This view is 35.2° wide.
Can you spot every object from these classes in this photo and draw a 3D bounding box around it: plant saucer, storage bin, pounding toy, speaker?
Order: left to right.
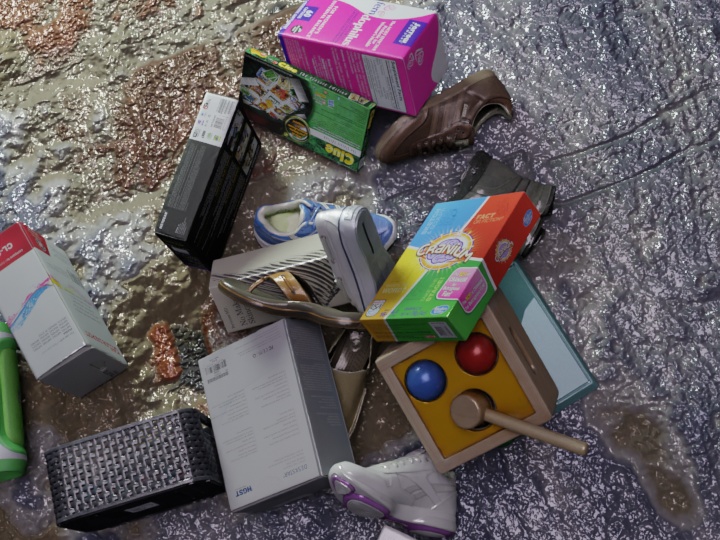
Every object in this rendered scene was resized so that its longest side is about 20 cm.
[{"bbox_3d":[-0.490,0.174,1.503,0.087,0.089,0.202,-12,73,5],"label":"speaker"},{"bbox_3d":[-0.277,0.252,1.421,0.198,0.135,0.095,-18,72,3],"label":"storage bin"},{"bbox_3d":[0.147,0.144,1.339,0.183,0.142,0.201,-30,92,19],"label":"pounding toy"},{"bbox_3d":[0.224,0.081,1.459,0.070,0.019,0.201,-30,73,-1],"label":"plant saucer"}]

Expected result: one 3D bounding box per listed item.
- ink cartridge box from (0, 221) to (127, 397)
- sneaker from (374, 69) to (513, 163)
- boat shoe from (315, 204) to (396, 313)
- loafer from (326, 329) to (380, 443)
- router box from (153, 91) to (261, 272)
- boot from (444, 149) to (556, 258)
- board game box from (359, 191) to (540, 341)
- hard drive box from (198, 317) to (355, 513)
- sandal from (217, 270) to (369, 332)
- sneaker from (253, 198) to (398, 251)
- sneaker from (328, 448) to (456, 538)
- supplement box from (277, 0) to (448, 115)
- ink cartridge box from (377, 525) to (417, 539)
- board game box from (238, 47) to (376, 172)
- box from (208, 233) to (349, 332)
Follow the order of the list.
[{"bbox_3d":[-0.407,0.055,1.493,0.082,0.146,0.201,-33,72,-1],"label":"ink cartridge box"},{"bbox_3d":[0.114,-0.192,1.528,0.199,0.070,0.076,-34,73,-2],"label":"sneaker"},{"bbox_3d":[0.000,0.000,1.400,0.066,0.201,0.074,5,39,29],"label":"boat shoe"},{"bbox_3d":[-0.027,0.144,1.451,0.075,0.067,0.202,12,76,12],"label":"loafer"},{"bbox_3d":[-0.199,-0.113,1.510,0.051,0.149,0.202,16,76,12],"label":"router box"},{"bbox_3d":[0.166,-0.051,1.482,0.130,0.068,0.201,30,81,13],"label":"boot"},{"bbox_3d":[0.106,-0.003,1.346,0.152,0.040,0.201,-5,42,49],"label":"board game box"},{"bbox_3d":[-0.106,0.182,1.416,0.155,0.077,0.202,-26,69,31],"label":"hard drive box"},{"bbox_3d":[-0.077,0.031,1.393,0.198,0.082,0.055,13,91,19],"label":"sandal"},{"bbox_3d":[-0.049,-0.052,1.508,0.198,0.077,0.077,1,72,7],"label":"sneaker"},{"bbox_3d":[0.041,0.254,1.368,0.074,0.199,0.101,-12,58,46],"label":"sneaker"},{"bbox_3d":[0.004,-0.293,1.522,0.198,0.104,0.102,17,57,26],"label":"supplement box"},{"bbox_3d":[0.097,0.401,1.357,0.198,0.068,0.116,23,79,15],"label":"ink cartridge box"},{"bbox_3d":[-0.077,-0.220,1.553,0.199,0.105,0.023,27,39,14],"label":"board game box"},{"bbox_3d":[-0.091,0.011,1.476,0.198,0.083,0.069,-16,33,9],"label":"box"}]
